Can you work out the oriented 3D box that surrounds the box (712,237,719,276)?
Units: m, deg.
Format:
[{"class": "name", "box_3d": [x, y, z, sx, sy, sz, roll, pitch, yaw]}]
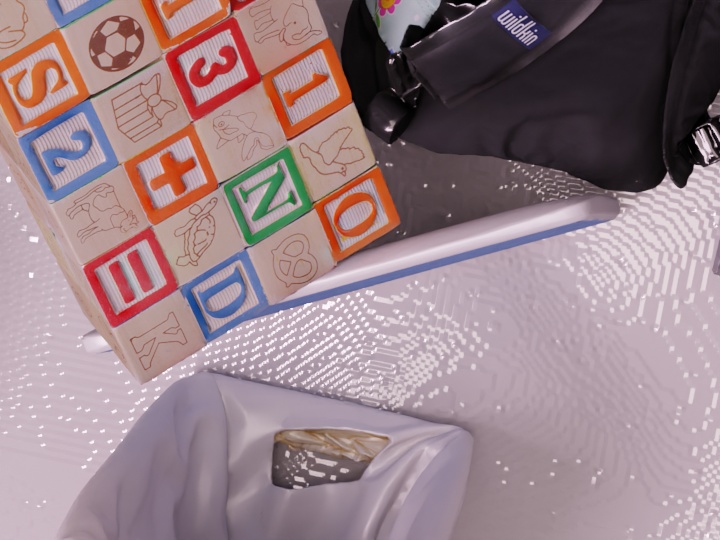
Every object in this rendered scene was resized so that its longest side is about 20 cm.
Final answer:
[{"class": "box", "box_3d": [0.224, -0.045, 0.860, 0.048, 0.200, 0.159, 4, 104, -33]}]

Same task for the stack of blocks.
[{"class": "stack of blocks", "box_3d": [-0.074, -0.074, 0.824, 0.115, 0.059, 0.201, -32, 128, -12]}]

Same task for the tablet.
[{"class": "tablet", "box_3d": [0.000, 0.000, 0.931, 0.199, 0.130, 0.014, -16, 88, 12]}]

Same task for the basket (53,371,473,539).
[{"class": "basket", "box_3d": [-0.040, 0.137, 0.932, 0.135, 0.200, 0.124, 12, 109, 7]}]

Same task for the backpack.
[{"class": "backpack", "box_3d": [0.088, -0.139, 0.871, 0.166, 0.127, 0.201, 5, 126, -32]}]
